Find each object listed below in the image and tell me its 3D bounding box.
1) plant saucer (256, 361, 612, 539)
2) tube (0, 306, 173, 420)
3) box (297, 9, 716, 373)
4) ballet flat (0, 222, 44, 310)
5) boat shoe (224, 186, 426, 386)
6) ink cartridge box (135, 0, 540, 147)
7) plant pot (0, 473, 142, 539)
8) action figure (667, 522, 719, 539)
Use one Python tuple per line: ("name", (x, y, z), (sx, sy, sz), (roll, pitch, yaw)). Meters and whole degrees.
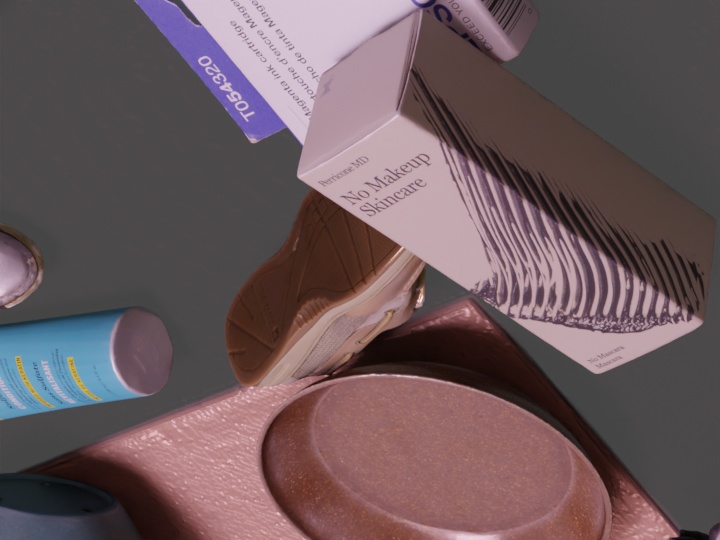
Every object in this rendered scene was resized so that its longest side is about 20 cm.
("plant saucer", (0.043, 0.110, 1.418), (0.200, 0.037, 0.201), (10, 139, 9))
("tube", (-0.197, 0.057, 1.507), (0.200, 0.050, 0.078), (-10, 118, 40))
("box", (0.073, -0.034, 1.225), (0.200, 0.069, 0.082), (32, 141, -25))
("ballet flat", (-0.267, -0.003, 1.491), (0.199, 0.057, 0.067), (-3, 95, 25))
("boat shoe", (0.000, 0.000, 1.339), (0.065, 0.072, 0.200), (2, 148, -32))
("ink cartridge box", (-0.048, -0.151, 1.232), (0.200, 0.043, 0.196), (-23, 117, 39))
("plant pot", (-0.201, 0.200, 1.557), (0.200, 0.200, 0.135), (12, 100, 17))
("action figure", (0.236, 0.156, 1.331), (0.119, 0.102, 0.200), (28, 137, -16))
